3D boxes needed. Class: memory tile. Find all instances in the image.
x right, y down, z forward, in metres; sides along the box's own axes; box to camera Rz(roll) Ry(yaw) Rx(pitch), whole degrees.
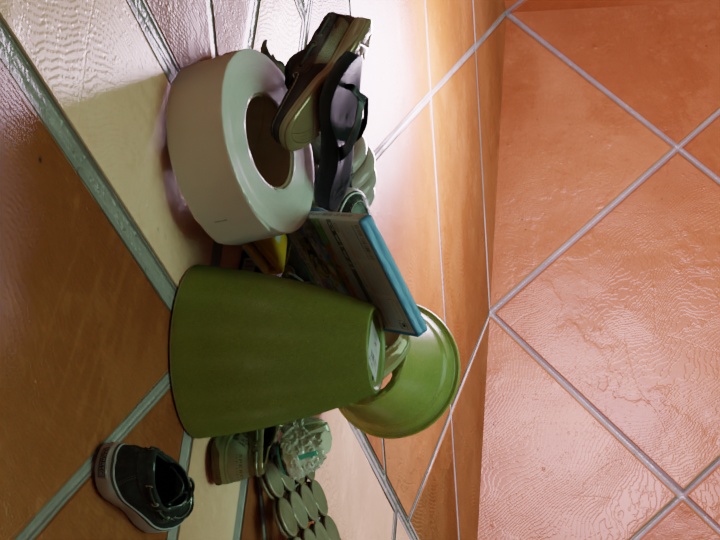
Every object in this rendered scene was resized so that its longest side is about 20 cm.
[{"bbox_3d":[-0.077,0.302,1.875,0.200,0.017,0.154,-2,71,-76],"label":"memory tile"}]

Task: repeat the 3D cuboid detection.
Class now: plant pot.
[{"bbox_3d":[-0.079,0.087,1.572,0.187,0.199,0.188,-1,90,-78],"label":"plant pot"},{"bbox_3d":[0.023,0.130,2.047,0.184,0.199,0.202,29,61,-72],"label":"plant pot"}]

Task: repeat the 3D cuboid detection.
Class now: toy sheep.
[{"bbox_3d":[-0.042,-0.136,1.933,0.138,0.137,0.201,-77,146,-48],"label":"toy sheep"}]

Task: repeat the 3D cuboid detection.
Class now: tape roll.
[{"bbox_3d":[-0.125,-0.130,1.566,0.202,0.070,0.204,-12,90,-67],"label":"tape roll"}]

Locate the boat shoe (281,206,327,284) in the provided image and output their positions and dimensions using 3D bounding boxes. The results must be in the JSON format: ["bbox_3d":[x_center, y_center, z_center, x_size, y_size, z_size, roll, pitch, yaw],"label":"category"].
[{"bbox_3d":[-0.062,0.027,1.738,0.072,0.072,0.201,-55,151,-69],"label":"boat shoe"}]

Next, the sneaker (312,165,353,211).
[{"bbox_3d":[-0.049,-0.088,1.827,0.074,0.079,0.201,-39,132,-33],"label":"sneaker"}]

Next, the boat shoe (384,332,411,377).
[{"bbox_3d":[-0.030,0.112,1.836,0.063,0.200,0.073,74,-11,-45],"label":"boat shoe"}]

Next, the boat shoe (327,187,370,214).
[{"bbox_3d":[0.000,0.000,1.787,0.070,0.063,0.201,-5,96,-41],"label":"boat shoe"}]

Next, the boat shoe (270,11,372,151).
[{"bbox_3d":[-0.052,-0.210,1.602,0.200,0.064,0.072,-59,160,-32],"label":"boat shoe"}]

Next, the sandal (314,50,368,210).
[{"bbox_3d":[-0.013,-0.152,1.601,0.076,0.043,0.201,-54,157,-43],"label":"sandal"}]

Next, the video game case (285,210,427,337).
[{"bbox_3d":[-0.012,0.000,1.607,0.200,0.018,0.144,7,-52,61],"label":"video game case"}]

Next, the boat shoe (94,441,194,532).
[{"bbox_3d":[-0.190,0.207,1.390,0.200,0.056,0.069,56,35,-67],"label":"boat shoe"}]

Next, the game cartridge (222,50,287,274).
[{"bbox_3d":[-0.123,-0.124,1.700,0.176,0.032,0.201,54,36,-51],"label":"game cartridge"}]

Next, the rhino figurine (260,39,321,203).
[{"bbox_3d":[-0.075,-0.177,1.719,0.087,0.060,0.201,-20,87,-57],"label":"rhino figurine"}]

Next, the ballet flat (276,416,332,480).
[{"bbox_3d":[-0.065,0.214,1.823,0.200,0.071,0.072,-103,-170,-82],"label":"ballet flat"}]

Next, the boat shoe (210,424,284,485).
[{"bbox_3d":[-0.118,0.191,1.699,0.200,0.062,0.074,-63,149,-65],"label":"boat shoe"}]

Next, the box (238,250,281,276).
[{"bbox_3d":[-0.108,-0.028,1.826,0.110,0.034,0.201,77,18,-45],"label":"box"}]
